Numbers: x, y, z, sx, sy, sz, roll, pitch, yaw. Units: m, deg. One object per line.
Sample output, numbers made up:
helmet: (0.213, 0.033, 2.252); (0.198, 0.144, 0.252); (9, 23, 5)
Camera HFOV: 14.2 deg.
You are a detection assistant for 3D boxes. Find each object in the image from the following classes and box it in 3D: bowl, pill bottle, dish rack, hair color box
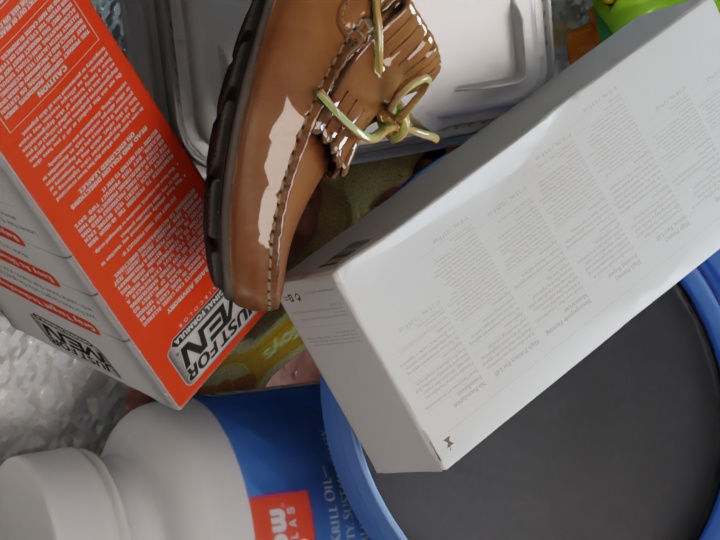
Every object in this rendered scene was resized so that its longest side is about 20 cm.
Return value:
bowl: (0.075, 0.047, 1.090); (0.200, 0.039, 0.201); (7, 73, -25)
pill bottle: (-0.036, 0.101, 1.109); (0.199, 0.112, 0.113); (-7, 113, -26)
dish rack: (-0.005, -0.134, 1.050); (0.171, 0.044, 0.201); (-11, 105, -20)
hair color box: (-0.118, -0.047, 0.995); (0.061, 0.101, 0.200); (-49, 136, -19)

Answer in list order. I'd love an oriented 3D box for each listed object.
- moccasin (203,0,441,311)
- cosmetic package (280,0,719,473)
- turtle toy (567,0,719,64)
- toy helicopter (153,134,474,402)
moccasin: (0.000, -0.079, 0.986); (0.074, 0.078, 0.202); (118, -7, -73)
cosmetic package: (0.067, -0.014, 1.047); (0.200, 0.051, 0.083); (-36, 102, -29)
turtle toy: (0.166, -0.106, 1.228); (0.200, 0.146, 0.101); (-41, 167, -44)
toy helicopter: (0.000, 0.000, 1.171); (0.200, 0.079, 0.132); (-40, 141, -12)
